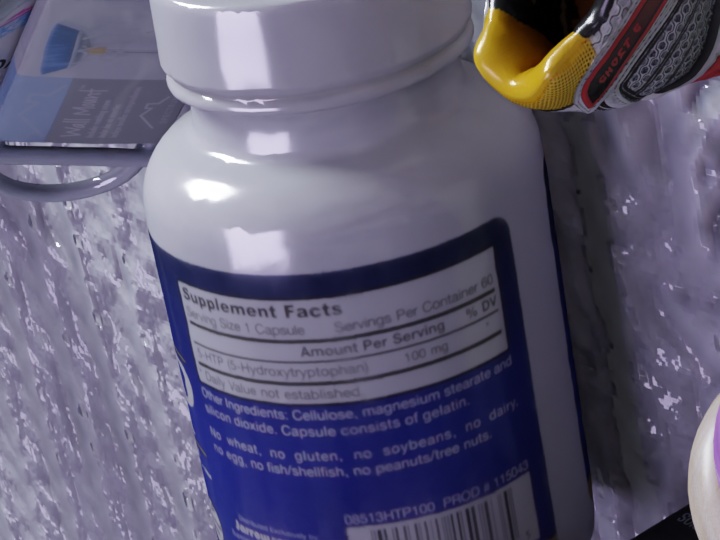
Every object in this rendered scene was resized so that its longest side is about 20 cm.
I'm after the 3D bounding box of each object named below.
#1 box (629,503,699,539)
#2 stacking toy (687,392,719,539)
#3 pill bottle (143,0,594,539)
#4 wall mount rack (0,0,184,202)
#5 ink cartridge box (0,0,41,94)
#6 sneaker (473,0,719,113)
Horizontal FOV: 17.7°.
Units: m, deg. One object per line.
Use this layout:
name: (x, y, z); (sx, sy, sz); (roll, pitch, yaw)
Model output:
box: (0.063, 0.173, 0.645); (0.122, 0.200, 0.106); (35, 139, 38)
stacking toy: (0.131, 0.013, 0.501); (0.085, 0.085, 0.200); (51, 159, 21)
pill bottle: (0.000, 0.000, 0.691); (0.120, 0.119, 0.201); (21, 128, 49)
wall mount rack: (-0.106, -0.043, 0.768); (0.200, 0.173, 0.075); (127, 136, -57)
ink cartridge box: (-0.119, -0.112, 0.793); (0.068, 0.115, 0.200); (58, 149, 11)
sneaker: (0.053, -0.130, 0.552); (0.078, 0.082, 0.201); (17, 126, 51)
